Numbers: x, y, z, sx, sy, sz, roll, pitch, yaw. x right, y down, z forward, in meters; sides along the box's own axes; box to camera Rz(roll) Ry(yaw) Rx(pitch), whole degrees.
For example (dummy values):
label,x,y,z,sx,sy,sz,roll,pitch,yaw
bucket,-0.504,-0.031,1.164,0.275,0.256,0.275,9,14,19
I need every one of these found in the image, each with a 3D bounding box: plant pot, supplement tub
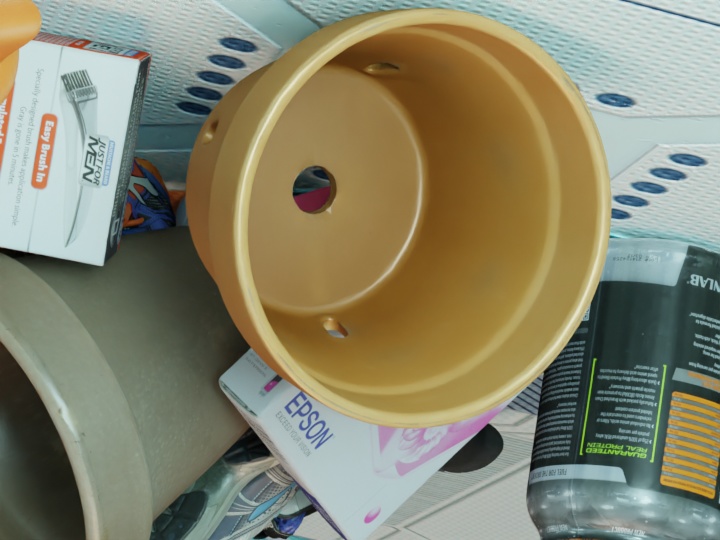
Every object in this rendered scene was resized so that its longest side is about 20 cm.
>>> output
label,x,y,z,sx,sy,sz,roll,pitch,yaw
plant pot,0.004,-0.032,1.412,0.200,0.200,0.140,18,180,-27
plant pot,-0.138,0.060,1.569,0.175,0.200,0.200,-27,-172,-33
supplement tub,0.164,0.090,1.690,0.122,0.200,0.123,10,165,3

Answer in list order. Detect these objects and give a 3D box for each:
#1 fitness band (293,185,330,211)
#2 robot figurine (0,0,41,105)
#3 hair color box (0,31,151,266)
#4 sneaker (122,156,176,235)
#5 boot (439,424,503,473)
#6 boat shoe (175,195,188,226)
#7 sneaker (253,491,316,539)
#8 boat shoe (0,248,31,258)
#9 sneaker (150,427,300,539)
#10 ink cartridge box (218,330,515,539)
label,x,y,z,sx,sy,sz,roll,pitch,yaw
fitness band,0.000,0.000,1.661,0.200,0.037,0.144,-14,150,0
robot figurine,-0.245,-0.103,1.387,0.200,0.117,0.144,-26,123,36
hair color box,-0.218,-0.077,1.497,0.200,0.111,0.064,11,-171,2
sneaker,-0.145,-0.035,1.647,0.075,0.078,0.200,-35,159,10
boot,0.052,0.111,2.108,0.165,0.066,0.200,12,165,32
boat shoe,-0.039,-0.008,1.735,0.072,0.062,0.200,-40,133,21
sneaker,-0.062,0.098,1.748,0.199,0.115,0.081,23,154,-16
boat shoe,-0.219,0.031,1.751,0.068,0.072,0.200,-15,165,2
sneaker,-0.065,0.107,1.679,0.078,0.200,0.086,52,-178,28
ink cartridge box,0.032,0.043,1.593,0.043,0.200,0.196,44,173,30
